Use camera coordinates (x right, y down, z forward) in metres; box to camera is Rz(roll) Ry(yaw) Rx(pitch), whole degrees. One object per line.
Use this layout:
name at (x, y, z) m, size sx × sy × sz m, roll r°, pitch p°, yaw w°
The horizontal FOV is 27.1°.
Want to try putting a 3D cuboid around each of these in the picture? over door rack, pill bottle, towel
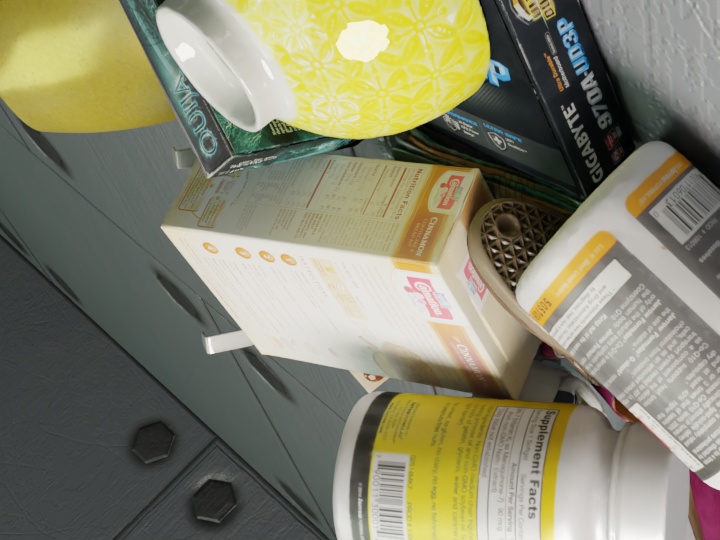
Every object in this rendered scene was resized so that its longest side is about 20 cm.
over door rack at (-0.090, -0.044, 1.087) m, size 0.200 × 0.066 × 0.149 m, roll -99°, pitch 1°, yaw -71°
pill bottle at (0.093, 0.136, 0.906) m, size 0.198 × 0.115 × 0.115 m, roll 2°, pitch 146°, yaw 20°
towel at (0.118, -0.013, 0.913) m, size 0.199 × 0.022 × 0.147 m, roll 22°, pitch 157°, yaw 20°
pill bottle at (0.185, 0.039, 0.762) m, size 0.200 × 0.116 × 0.116 m, roll 44°, pitch 165°, yaw 9°

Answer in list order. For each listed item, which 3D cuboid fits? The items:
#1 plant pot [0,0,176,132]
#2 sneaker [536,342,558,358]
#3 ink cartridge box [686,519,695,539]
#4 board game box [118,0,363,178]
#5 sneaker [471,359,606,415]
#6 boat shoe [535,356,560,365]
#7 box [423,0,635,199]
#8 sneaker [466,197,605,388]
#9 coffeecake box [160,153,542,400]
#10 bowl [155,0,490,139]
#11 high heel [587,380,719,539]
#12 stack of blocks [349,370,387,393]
plant pot at (-0.189, -0.175, 1.041) m, size 0.201 × 0.141 × 0.200 m, roll 58°, pitch -171°, yaw -14°
sneaker at (0.085, 0.003, 1.043) m, size 0.199 × 0.074 × 0.087 m, roll 22°, pitch -174°, yaw 23°
ink cartridge box at (0.262, 0.220, 1.086) m, size 0.144 × 0.084 × 0.200 m, roll 40°, pitch 165°, yaw 24°
board game box at (-0.081, -0.156, 0.873) m, size 0.028 × 0.135 × 0.201 m, roll -34°, pitch 79°, yaw 39°
sneaker at (0.134, 0.104, 1.035) m, size 0.070 × 0.073 × 0.200 m, roll 28°, pitch -177°, yaw 22°
boat shoe at (0.064, 0.022, 1.138) m, size 0.200 × 0.073 × 0.075 m, roll 43°, pitch 165°, yaw 14°
box at (0.047, -0.137, 0.820) m, size 0.200 × 0.046 × 0.159 m, roll 32°, pitch 159°, yaw 46°
sneaker at (0.132, 0.035, 0.871) m, size 0.199 × 0.071 × 0.075 m, roll 35°, pitch 154°, yaw -13°
coffeecake box at (0.000, 0.000, 0.939) m, size 0.199 × 0.073 × 0.154 m, roll 9°, pitch 150°, yaw 31°
bowl at (-0.040, -0.135, 0.767) m, size 0.200 × 0.108 × 0.200 m, roll 44°, pitch 165°, yaw 15°
high heel at (0.197, 0.121, 0.986) m, size 0.200 × 0.096 × 0.068 m, roll 34°, pitch 162°, yaw 39°
stack of blocks at (-0.026, 0.005, 1.247) m, size 0.115 × 0.058 × 0.200 m, roll 48°, pitch -175°, yaw -25°
